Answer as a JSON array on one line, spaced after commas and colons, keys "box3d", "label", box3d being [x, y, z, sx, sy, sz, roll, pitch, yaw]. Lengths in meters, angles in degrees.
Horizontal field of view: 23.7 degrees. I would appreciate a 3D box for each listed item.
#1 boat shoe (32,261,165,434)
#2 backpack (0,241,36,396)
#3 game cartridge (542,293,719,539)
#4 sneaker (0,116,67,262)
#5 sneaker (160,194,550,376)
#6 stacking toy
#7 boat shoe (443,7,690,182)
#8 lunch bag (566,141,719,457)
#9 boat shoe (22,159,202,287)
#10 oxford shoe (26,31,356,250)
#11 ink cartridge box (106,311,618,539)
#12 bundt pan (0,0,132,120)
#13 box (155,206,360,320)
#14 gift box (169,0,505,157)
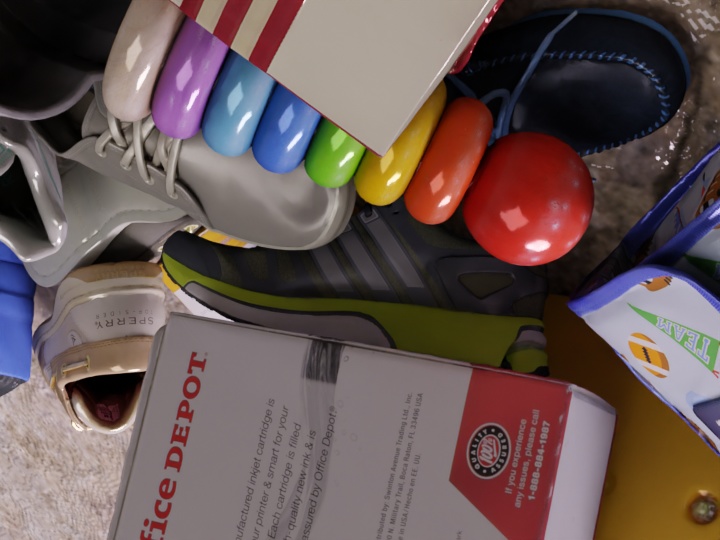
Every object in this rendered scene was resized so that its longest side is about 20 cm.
[{"box3d": [-0.145, 0.058, 0.967, 0.073, 0.069, 0.200, -5, 161, -12], "label": "boat shoe"}, {"box3d": [-0.285, -0.003, 0.971, 0.199, 0.162, 0.169, 3, 88, 37], "label": "backpack"}, {"box3d": [0.115, 0.103, 0.797, 0.199, 0.177, 0.032, 12, 161, 27], "label": "game cartridge"}, {"box3d": [-0.198, -0.082, 0.819, 0.200, 0.070, 0.080, 53, 178, -42], "label": "sneaker"}, {"box3d": [0.000, 0.000, 0.826, 0.199, 0.081, 0.074, 10, 172, 15], "label": "sneaker"}, {"box3d": [0.001, -0.059, 0.691, 0.199, 0.086, 0.085, 27, 138, -1], "label": "stacking toy"}, {"box3d": [0.052, -0.060, 0.767, 0.200, 0.069, 0.084, -13, 118, 41], "label": "boat shoe"}, {"box3d": [0.200, 0.013, 0.671, 0.170, 0.124, 0.200, 44, 128, -2], "label": "lunch bag"}, {"box3d": [-0.106, -0.049, 0.894, 0.201, 0.060, 0.072, -30, 75, 44], "label": "boat shoe"}, {"box3d": [-0.089, -0.061, 0.797, 0.200, 0.058, 0.075, 28, 113, 28], "label": "oxford shoe"}, {"box3d": [-0.002, 0.109, 0.766, 0.199, 0.147, 0.083, 9, 172, 26], "label": "ink cartridge box"}, {"box3d": [-0.175, -0.165, 0.742, 0.076, 0.202, 0.202, 14, 136, 49], "label": "bundt pan"}, {"box3d": [-0.006, 0.040, 0.920, 0.200, 0.042, 0.119, 47, 137, -13], "label": "box"}, {"box3d": [0.001, -0.185, 0.608, 0.200, 0.185, 0.187, 33, 140, -4], "label": "gift box"}]
